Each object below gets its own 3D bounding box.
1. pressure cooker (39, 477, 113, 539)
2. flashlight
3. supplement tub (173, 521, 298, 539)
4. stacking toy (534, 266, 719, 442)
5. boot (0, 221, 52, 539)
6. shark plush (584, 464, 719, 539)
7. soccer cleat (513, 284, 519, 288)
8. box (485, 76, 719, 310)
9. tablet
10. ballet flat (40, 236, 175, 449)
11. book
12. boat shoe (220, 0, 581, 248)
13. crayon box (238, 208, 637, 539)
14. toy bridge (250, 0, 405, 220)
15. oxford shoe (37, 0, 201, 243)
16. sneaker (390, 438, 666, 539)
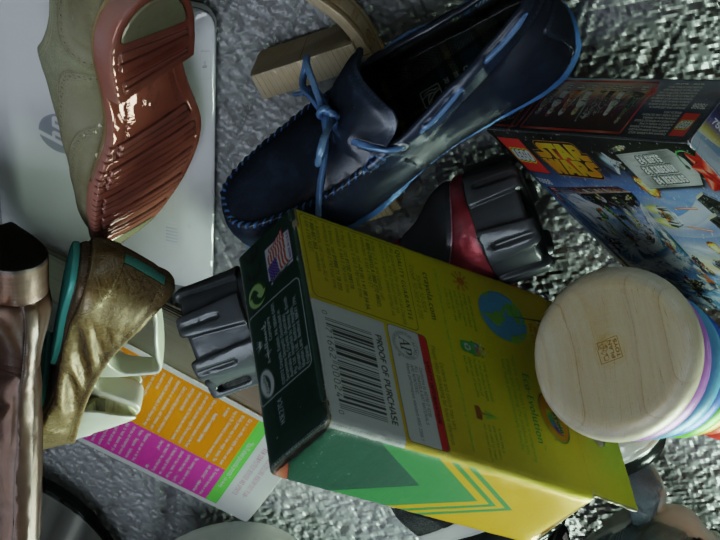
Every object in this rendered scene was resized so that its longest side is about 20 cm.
[{"bbox_3d":[-0.258,0.245,1.361,0.179,0.200,0.176,39,132,-16],"label":"pressure cooker"},{"bbox_3d":[0.000,0.000,1.110,0.200,0.068,0.068,-18,144,11],"label":"flashlight"},{"bbox_3d":[-0.070,0.275,1.362,0.144,0.145,0.200,3,132,16],"label":"supplement tub"},{"bbox_3d":[0.165,0.052,1.084,0.085,0.086,0.200,-11,167,26],"label":"stacking toy"},{"bbox_3d":[-0.230,0.051,1.186,0.064,0.186,0.200,-13,123,-29],"label":"boot"},{"bbox_3d":[0.181,0.194,1.190,0.083,0.200,0.091,-42,124,7],"label":"shark plush"},{"bbox_3d":[0.038,0.018,1.164,0.200,0.067,0.077,19,98,12],"label":"soccer cleat"},{"bbox_3d":[0.157,-0.034,1.004,0.137,0.040,0.200,43,169,-21],"label":"box"},{"bbox_3d":[-0.143,-0.075,1.164,0.130,0.014,0.200,12,133,8],"label":"tablet"},{"bbox_3d":[-0.150,0.051,1.185,0.072,0.068,0.200,14,140,-15],"label":"ballet flat"},{"bbox_3d":[-0.134,0.073,1.270,0.200,0.048,0.134,27,140,-6],"label":"book"},{"bbox_3d":[0.009,-0.086,1.031,0.200,0.084,0.069,-37,148,7],"label":"boat shoe"},{"bbox_3d":[0.039,0.058,1.035,0.200,0.127,0.051,19,134,-34],"label":"crayon box"},{"bbox_3d":[-0.023,-0.111,1.082,0.067,0.027,0.200,-14,125,26],"label":"toy bridge"},{"bbox_3d":[-0.131,-0.093,1.103,0.074,0.071,0.200,41,144,23],"label":"oxford shoe"},{"bbox_3d":[0.114,0.133,1.223,0.200,0.073,0.112,-16,120,41],"label":"sneaker"}]
